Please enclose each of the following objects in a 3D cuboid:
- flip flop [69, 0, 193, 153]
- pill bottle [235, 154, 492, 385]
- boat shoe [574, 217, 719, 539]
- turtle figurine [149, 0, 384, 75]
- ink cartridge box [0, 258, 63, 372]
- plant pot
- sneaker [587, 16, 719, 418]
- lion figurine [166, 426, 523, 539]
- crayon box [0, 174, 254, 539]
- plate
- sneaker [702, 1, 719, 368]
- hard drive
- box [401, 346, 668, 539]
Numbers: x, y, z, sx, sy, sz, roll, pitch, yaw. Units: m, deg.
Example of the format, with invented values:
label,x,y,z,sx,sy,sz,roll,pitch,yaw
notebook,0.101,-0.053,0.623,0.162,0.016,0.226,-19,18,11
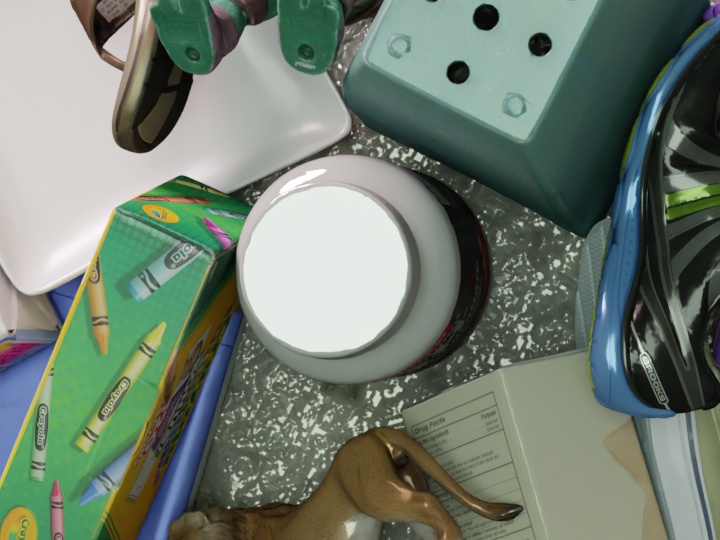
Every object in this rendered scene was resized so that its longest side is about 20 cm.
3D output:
label,x,y,z,sx,sy,sz,roll,pitch,yaw
flip flop,-0.119,-0.155,1.375,0.057,0.081,0.201,-5,78,9
pill bottle,0.000,0.000,1.327,0.110,0.200,0.111,0,90,10
boat shoe,0.158,0.070,1.373,0.062,0.072,0.201,-7,86,-30
turtle figurine,-0.019,-0.167,1.350,0.149,0.200,0.101,-17,117,33
ink cartridge box,-0.276,0.022,1.426,0.199,0.076,0.137,-29,78,14
plant pot,0.075,-0.113,1.317,0.141,0.200,0.142,28,93,9
sneaker,0.163,-0.024,1.312,0.082,0.071,0.201,11,80,4
lion figurine,-0.013,0.133,1.357,0.200,0.072,0.123,-40,59,22
crayon box,-0.119,0.059,1.344,0.058,0.119,0.201,25,104,6
plate,-0.135,-0.113,1.417,0.199,0.032,0.200,-28,85,-11
sneaker,0.196,-0.042,1.367,0.083,0.081,0.201,2,80,21
hard drive,-0.150,0.100,1.439,0.131,0.025,0.201,17,91,10
box,0.099,0.147,1.342,0.095,0.077,0.201,-25,77,54
